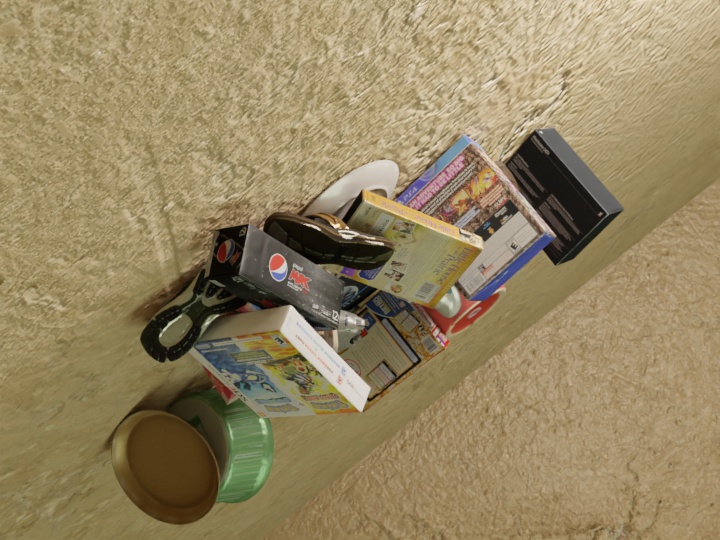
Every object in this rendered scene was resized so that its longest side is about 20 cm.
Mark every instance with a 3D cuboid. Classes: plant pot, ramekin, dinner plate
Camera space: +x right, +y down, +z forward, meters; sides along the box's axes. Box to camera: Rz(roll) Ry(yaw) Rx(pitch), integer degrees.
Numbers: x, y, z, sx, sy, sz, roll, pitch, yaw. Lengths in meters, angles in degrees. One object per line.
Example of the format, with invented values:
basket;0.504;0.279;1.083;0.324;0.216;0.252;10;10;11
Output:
plant pot;0.156;0.011;1.587;0.199;0.178;0.201;-34;163;-12
plant pot;-0.309;0.312;1.401;0.200;0.200;0.027;-46;178;25
ramekin;-0.250;0.296;1.474;0.200;0.201;0.097;-46;153;24
dinner plate;-0.018;-0.082;1.270;0.199;0.024;0.201;-33;161;-13

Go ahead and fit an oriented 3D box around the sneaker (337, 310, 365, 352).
sneaker;-0.040;0.116;1.462;0.081;0.076;0.200;9;164;-7

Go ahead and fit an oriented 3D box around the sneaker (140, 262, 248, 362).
sneaker;-0.207;0.034;1.154;0.199;0.077;0.089;-38;-165;-9

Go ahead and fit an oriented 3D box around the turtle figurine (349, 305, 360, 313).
turtle figurine;0.011;0.105;1.679;0.199;0.101;0.150;-37;163;-22

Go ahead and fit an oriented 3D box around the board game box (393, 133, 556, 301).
board game box;0.176;-0.079;1.363;0.159;0.201;0.097;-42;163;16

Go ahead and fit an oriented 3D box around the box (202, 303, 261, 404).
box;-0.163;0.100;1.314;0.102;0.095;0.201;-25;158;-35

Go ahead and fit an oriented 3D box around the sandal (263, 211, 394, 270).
sandal;-0.043;-0.049;1.190;0.198;0.055;0.082;8;143;-28

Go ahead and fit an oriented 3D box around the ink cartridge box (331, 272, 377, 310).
ink cartridge box;0.000;0.000;1.449;0.200;0.044;0.197;-40;162;22

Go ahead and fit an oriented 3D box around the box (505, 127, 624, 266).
box;0.348;-0.134;1.563;0.078;0.201;0.141;-17;154;-47

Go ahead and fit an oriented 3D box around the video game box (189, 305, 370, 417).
video game box;-0.115;0.129;1.171;0.198;0.182;0.047;-11;-135;40

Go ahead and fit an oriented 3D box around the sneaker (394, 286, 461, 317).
sneaker;0.093;0.022;1.434;0.081;0.076;0.200;-54;126;-14

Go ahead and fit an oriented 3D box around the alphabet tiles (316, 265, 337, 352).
alphabet tiles;-0.069;0.077;1.279;0.014;0.203;0.196;-2;165;-18

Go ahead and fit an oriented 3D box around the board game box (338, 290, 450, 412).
board game box;0.035;0.132;1.551;0.199;0.152;0.046;-40;177;20

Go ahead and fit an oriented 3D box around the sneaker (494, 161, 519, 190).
sneaker;0.196;-0.125;1.494;0.199;0.076;0.071;-29;160;-29

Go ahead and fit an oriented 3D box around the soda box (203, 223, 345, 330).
soda box;-0.104;0.013;1.112;0.063;0.072;0.199;-7;154;35

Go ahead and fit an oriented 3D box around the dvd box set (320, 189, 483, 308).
dvd box set;0.057;-0.027;1.265;0.198;0.030;0.147;20;133;-19
